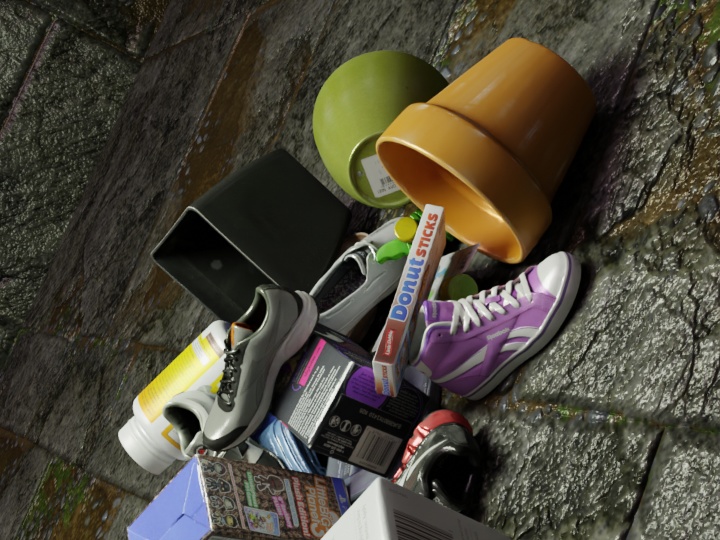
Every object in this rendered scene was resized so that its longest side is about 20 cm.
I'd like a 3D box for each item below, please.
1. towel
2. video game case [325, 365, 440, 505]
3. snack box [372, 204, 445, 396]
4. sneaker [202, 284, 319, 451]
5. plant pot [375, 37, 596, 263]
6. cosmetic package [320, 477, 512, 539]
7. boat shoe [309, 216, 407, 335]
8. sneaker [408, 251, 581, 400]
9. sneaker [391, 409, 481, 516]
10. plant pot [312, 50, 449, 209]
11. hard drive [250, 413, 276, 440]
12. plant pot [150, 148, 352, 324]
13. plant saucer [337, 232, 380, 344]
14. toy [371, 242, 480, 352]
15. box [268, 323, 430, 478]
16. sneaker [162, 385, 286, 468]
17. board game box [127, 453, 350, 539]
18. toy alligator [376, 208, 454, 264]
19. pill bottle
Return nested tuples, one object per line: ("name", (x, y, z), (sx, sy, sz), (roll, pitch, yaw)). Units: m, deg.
("towel", (-0.124, 0.276, 1.671), (0.200, 0.048, 0.112), (-52, 52, 29))
("video game case", (0.023, 0.192, 1.548), (0.200, 0.019, 0.143), (-38, 34, 46))
("snack box", (0.054, 0.031, 1.433), (0.072, 0.024, 0.200), (84, -158, -57))
("sneaker", (-0.126, 0.103, 1.478), (0.074, 0.079, 0.201), (31, 94, 54))
("plant pot", (0.149, -0.141, 1.449), (0.183, 0.200, 0.200), (-50, 22, -11))
("cosmetic package", (0.031, 0.330, 1.205), (0.200, 0.165, 0.165), (-50, 26, 25))
("boat shoe", (0.000, 0.000, 1.653), (0.200, 0.069, 0.072), (-42, 62, -16))
("sneaker", (0.128, 0.045, 1.371), (0.201, 0.114, 0.073), (-50, 25, 24))
("sneaker", (0.060, 0.239, 1.357), (0.201, 0.071, 0.098), (-60, 22, 2))
("plant pot", (0.033, -0.150, 1.623), (0.187, 0.187, 0.200), (-55, 13, 18))
("hard drive", (-0.080, 0.170, 1.708), (0.200, 0.025, 0.132), (-61, 36, 23))
("plant pot", (-0.130, -0.041, 1.812), (0.178, 0.199, 0.200), (-50, 6, -31))
("plant saucer", (-0.024, 0.048, 1.770), (0.200, 0.037, 0.201), (-45, 29, 33))
("toy", (0.084, 0.041, 1.531), (0.115, 0.047, 0.200), (-61, 9, -17))
("box", (-0.036, 0.132, 1.519), (0.106, 0.122, 0.200), (-61, 34, 3))
("sneaker", (-0.164, 0.223, 1.609), (0.200, 0.088, 0.074), (43, 114, 22))
("board game box", (-0.129, 0.298, 1.501), (0.159, 0.200, 0.097), (-46, 44, 32))
("toy alligator", (0.104, -0.066, 1.612), (0.200, 0.059, 0.054), (-43, 66, 1))
("pill bottle", (-0.214, 0.167, 1.740), (0.200, 0.109, 0.109), (-44, 27, 6))
